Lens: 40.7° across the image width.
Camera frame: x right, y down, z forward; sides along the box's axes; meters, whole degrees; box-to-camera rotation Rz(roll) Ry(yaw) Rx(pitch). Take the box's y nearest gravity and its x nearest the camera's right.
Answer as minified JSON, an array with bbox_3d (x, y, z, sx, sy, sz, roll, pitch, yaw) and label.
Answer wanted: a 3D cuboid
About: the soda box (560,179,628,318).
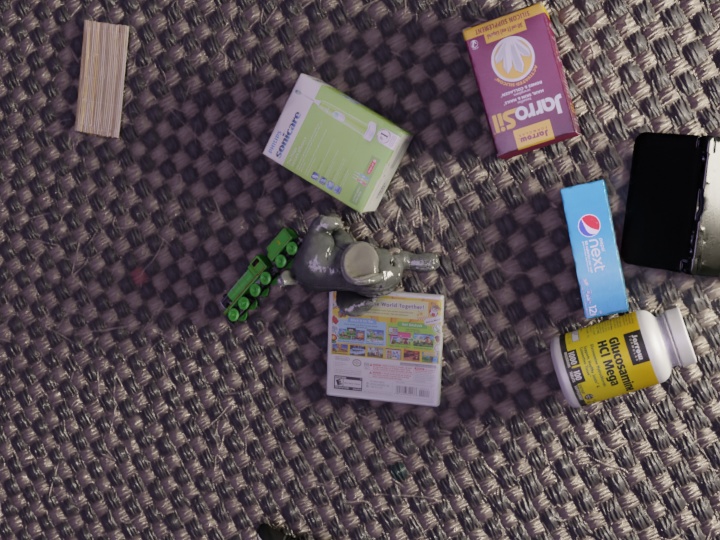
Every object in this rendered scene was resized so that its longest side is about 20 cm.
[{"bbox_3d":[0.359,-0.033,1.485,0.067,0.064,0.203,-11,92,17],"label":"soda box"}]

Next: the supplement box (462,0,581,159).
[{"bbox_3d":[0.246,-0.285,1.477,0.129,0.103,0.203,-16,91,17],"label":"supplement box"}]

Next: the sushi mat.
[{"bbox_3d":[-0.464,-0.342,1.738,0.094,0.012,0.203,9,97,15],"label":"sushi mat"}]

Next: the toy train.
[{"bbox_3d":[-0.172,0.009,1.667,0.200,0.042,0.057,-47,71,16],"label":"toy train"}]

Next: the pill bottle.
[{"bbox_3d":[0.396,0.127,1.463,0.198,0.112,0.114,-20,89,18],"label":"pill bottle"}]

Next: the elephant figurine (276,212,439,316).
[{"bbox_3d":[0.000,0.000,1.558,0.198,0.141,0.157,30,97,16],"label":"elephant figurine"}]

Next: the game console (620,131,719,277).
[{"bbox_3d":[0.506,-0.099,1.459,0.173,0.116,0.204,4,98,-14],"label":"game console"}]

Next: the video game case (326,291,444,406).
[{"bbox_3d":[0.040,0.126,1.621,0.197,0.023,0.185,4,96,18],"label":"video game case"}]

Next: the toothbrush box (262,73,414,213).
[{"bbox_3d":[-0.036,-0.206,1.580,0.198,0.086,0.147,31,103,12],"label":"toothbrush box"}]

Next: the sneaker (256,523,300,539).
[{"bbox_3d":[-0.087,0.491,1.678,0.199,0.076,0.088,40,90,6],"label":"sneaker"}]
